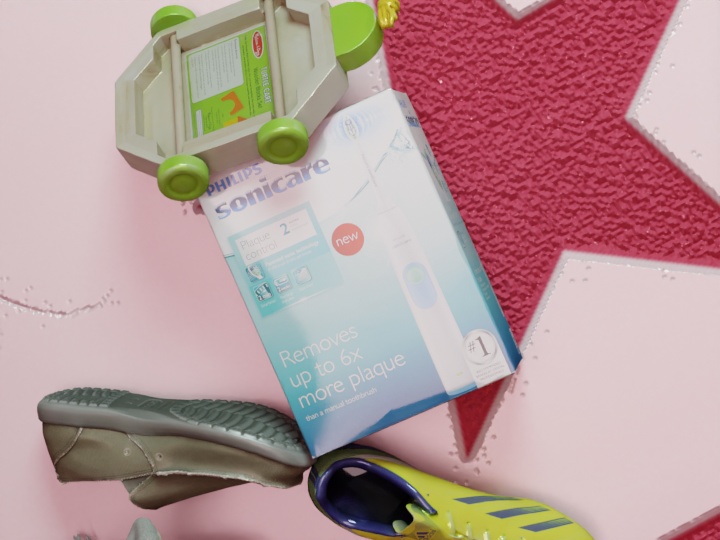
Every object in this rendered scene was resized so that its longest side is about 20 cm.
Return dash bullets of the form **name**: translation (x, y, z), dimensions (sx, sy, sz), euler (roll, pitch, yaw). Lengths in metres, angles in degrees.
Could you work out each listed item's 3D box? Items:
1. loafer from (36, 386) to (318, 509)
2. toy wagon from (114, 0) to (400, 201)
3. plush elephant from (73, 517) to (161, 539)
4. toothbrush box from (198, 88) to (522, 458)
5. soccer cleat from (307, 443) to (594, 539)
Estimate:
- **loafer**: translation (-0.122, 0.124, 1.291), dimensions (0.200, 0.075, 0.070), euler (7, 101, 21)
- **toy wagon**: translation (-0.064, -0.126, 1.237), dimensions (0.200, 0.040, 0.155), euler (-19, 48, 12)
- **plush elephant**: translation (-0.140, 0.251, 1.259), dimensions (0.200, 0.155, 0.165), euler (33, 97, 4)
- **toothbrush box**: translation (0.000, 0.000, 1.261), dimensions (0.146, 0.085, 0.200), euler (-23, 89, 8)
- **soccer cleat**: translation (0.059, 0.169, 1.264), dimensions (0.200, 0.084, 0.065), euler (20, 96, 6)
